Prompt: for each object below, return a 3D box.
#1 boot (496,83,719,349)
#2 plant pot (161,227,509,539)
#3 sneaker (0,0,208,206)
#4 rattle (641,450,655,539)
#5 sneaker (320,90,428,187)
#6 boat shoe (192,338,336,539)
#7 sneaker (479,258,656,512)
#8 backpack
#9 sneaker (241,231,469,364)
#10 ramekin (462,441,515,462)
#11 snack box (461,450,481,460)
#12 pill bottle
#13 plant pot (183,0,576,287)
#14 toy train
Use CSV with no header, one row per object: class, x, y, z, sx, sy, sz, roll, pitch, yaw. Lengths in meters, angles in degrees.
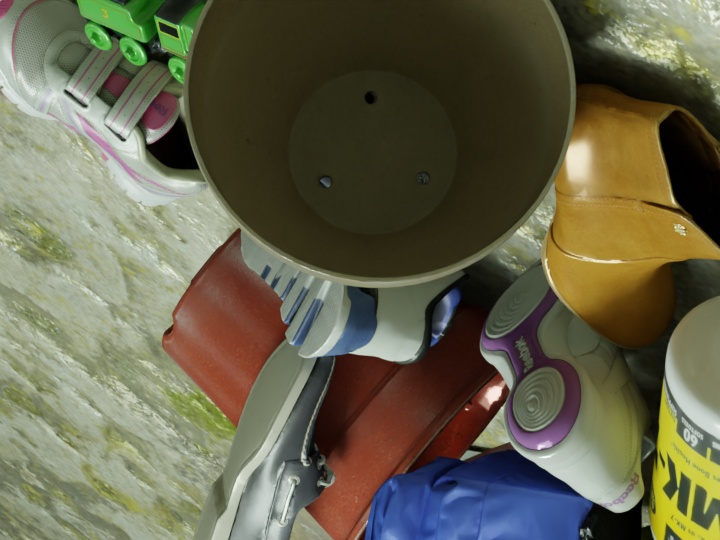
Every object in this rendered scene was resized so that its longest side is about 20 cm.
boot,0.161,-0.018,1.342,0.144,0.071,0.201,20,148,51
plant pot,-0.016,0.060,1.649,0.195,0.201,0.201,40,160,11
sneaker,-0.163,-0.119,1.644,0.200,0.081,0.088,39,160,-31
rattle,0.166,0.165,1.595,0.130,0.143,0.200,36,-178,27
sneaker,0.019,-0.072,1.446,0.200,0.076,0.114,26,145,-22
boat shoe,-0.050,0.124,1.561,0.063,0.200,0.073,17,-153,-16
sneaker,0.126,0.068,1.457,0.075,0.200,0.100,-36,119,23
backpack,0.083,0.217,1.503,0.168,0.200,0.162,9,-174,23
sneaker,0.000,0.000,1.542,0.115,0.081,0.200,20,-152,-29
ramekin,0.120,0.211,1.682,0.105,0.200,0.200,-16,134,22
snack box,0.135,0.216,1.900,0.169,0.068,0.200,47,158,-25
pill bottle,0.226,0.117,1.412,0.114,0.114,0.200,26,141,25
plant pot,0.009,-0.079,1.306,0.200,0.200,0.134,34,170,6
toy train,-0.099,-0.143,1.537,0.200,0.042,0.056,24,145,29
